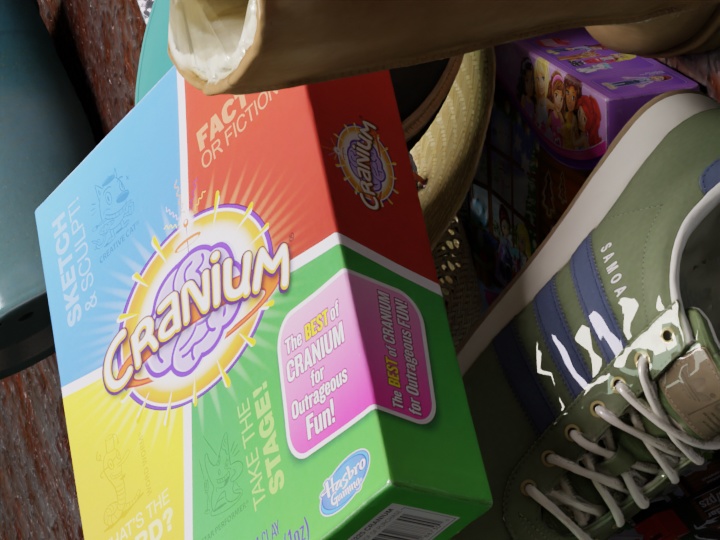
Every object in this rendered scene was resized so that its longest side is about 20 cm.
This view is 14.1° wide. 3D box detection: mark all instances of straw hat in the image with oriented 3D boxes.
[{"bbox_3d":[0.000,0.000,1.086,0.085,0.201,0.201,42,-179,-31],"label":"straw hat"}]

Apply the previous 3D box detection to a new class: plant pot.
[{"bbox_3d":[-0.236,-0.041,1.738,0.188,0.199,0.200,58,155,14],"label":"plant pot"}]

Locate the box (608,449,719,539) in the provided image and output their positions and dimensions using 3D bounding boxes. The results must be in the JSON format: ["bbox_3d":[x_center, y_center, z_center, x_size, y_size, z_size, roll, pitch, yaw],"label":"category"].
[{"bbox_3d":[0.055,0.120,0.951,0.137,0.199,0.038,53,165,52],"label":"box"}]

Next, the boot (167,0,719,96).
[{"bbox_3d":[0.033,-0.093,0.904,0.175,0.199,0.066,147,108,-69],"label":"boot"}]

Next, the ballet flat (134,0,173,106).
[{"bbox_3d":[-0.030,-0.136,1.119,0.070,0.065,0.201,23,99,45],"label":"ballet flat"}]

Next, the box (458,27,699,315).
[{"bbox_3d":[0.065,-0.028,1.091,0.200,0.039,0.138,-140,44,-62],"label":"box"}]

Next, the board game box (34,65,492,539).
[{"bbox_3d":[-0.038,0.024,0.939,0.153,0.040,0.201,-43,46,36],"label":"board game box"}]

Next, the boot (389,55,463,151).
[{"bbox_3d":[0.022,-0.149,1.007,0.139,0.077,0.201,115,169,-52],"label":"boot"}]

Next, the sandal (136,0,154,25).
[{"bbox_3d":[-0.062,-0.107,1.373,0.043,0.076,0.201,12,-113,-82],"label":"sandal"}]

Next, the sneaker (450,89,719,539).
[{"bbox_3d":[0.084,0.034,0.904,0.090,0.067,0.201,17,72,56],"label":"sneaker"}]
